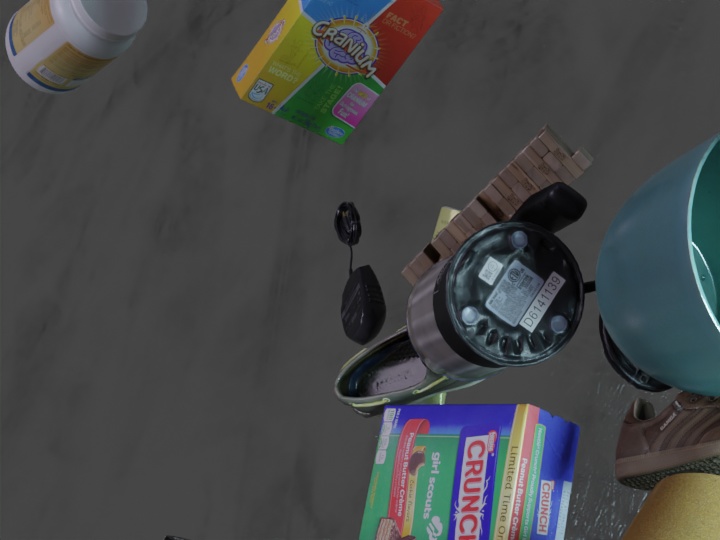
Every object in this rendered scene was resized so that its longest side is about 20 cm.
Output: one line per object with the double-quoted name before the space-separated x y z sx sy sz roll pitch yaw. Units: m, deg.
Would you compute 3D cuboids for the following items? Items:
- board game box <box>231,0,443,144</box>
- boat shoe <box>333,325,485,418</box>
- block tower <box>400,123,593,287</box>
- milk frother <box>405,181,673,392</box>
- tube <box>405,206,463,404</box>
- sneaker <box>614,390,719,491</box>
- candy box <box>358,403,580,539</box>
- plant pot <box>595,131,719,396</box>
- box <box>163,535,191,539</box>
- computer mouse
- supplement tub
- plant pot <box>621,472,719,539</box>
"board game box" -0.026 -0.249 1.734 0.201 0.152 0.041 -52 40 23
"boat shoe" 0.065 0.081 1.485 0.200 0.060 0.073 -29 67 22
"block tower" 0.127 -0.052 1.468 0.200 0.058 0.054 -43 1 15
"milk frother" 0.160 0.045 1.353 0.180 0.201 0.188 -38 -1 -11
"tube" 0.077 0.040 1.541 0.058 0.051 0.203 -158 84 -82
"sneaker" 0.274 0.119 1.216 0.199 0.070 0.077 -18 57 47
"candy box" 0.092 0.210 1.406 0.199 0.076 0.171 -6 68 50
"plant pot" 0.272 0.004 1.181 0.161 0.198 0.203 -25 53 58
"box" -0.195 0.410 1.712 0.159 0.049 0.202 19 88 52
"computer mouse" 0.000 0.000 1.684 0.202 0.034 0.059 -98 28 -42
"supplement tub" -0.418 -0.361 2.321 0.199 0.144 0.146 -25 54 44
"plant pot" 0.237 0.255 1.124 0.185 0.186 0.202 -19 45 47
